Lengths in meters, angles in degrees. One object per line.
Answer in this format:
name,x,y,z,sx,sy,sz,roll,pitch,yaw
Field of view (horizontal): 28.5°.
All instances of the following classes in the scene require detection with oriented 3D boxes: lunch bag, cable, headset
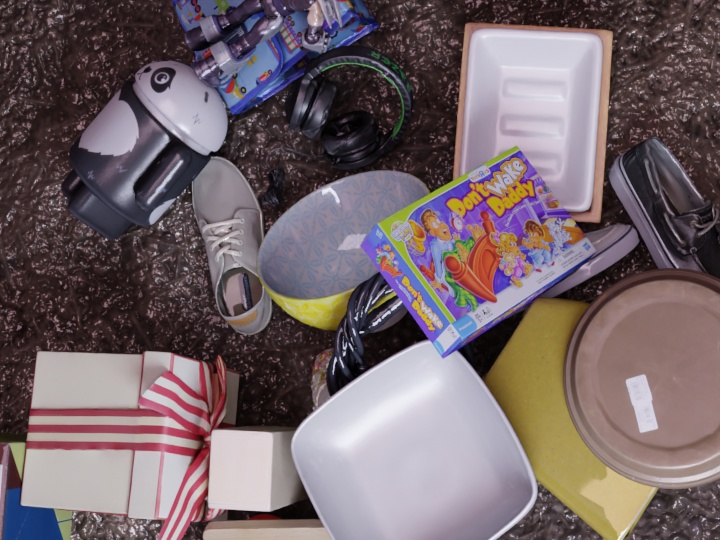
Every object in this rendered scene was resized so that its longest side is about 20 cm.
lunch bag,-0.107,-0.279,1.555,0.199,0.094,0.152,-34,82,17
cable,0.042,0.086,1.400,0.051,0.161,0.202,45,127,47
headset,-0.033,-0.148,1.504,0.123,0.094,0.199,39,124,-20

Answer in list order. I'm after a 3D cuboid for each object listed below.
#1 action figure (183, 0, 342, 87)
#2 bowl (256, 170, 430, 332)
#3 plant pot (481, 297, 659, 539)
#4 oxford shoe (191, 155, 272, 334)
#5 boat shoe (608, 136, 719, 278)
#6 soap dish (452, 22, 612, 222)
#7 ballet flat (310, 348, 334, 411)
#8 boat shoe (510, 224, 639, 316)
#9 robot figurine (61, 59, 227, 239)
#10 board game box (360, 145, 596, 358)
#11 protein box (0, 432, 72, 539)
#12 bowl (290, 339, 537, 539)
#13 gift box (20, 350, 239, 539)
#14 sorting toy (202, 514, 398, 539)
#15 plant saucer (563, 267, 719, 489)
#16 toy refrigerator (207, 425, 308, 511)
action figure,-0.092,-0.272,1.472,0.199,0.069,0.131,-29,75,24
bowl,0.000,0.000,1.479,0.198,0.201,0.108,-21,125,7
plant pot,0.229,0.130,1.406,0.199,0.194,0.197,34,91,15
oxford shoe,-0.140,-0.030,1.542,0.074,0.058,0.203,-15,80,11
boat shoe,0.331,-0.046,1.449,0.072,0.071,0.201,-28,77,-39
soap dish,0.180,-0.153,1.489,0.155,0.081,0.203,4,85,9
ballet flat,-0.010,0.179,1.498,0.075,0.064,0.203,-16,82,9
boat shoe,0.186,-0.018,1.478,0.200,0.075,0.087,-26,96,13
robot figurine,-0.234,-0.132,1.525,0.200,0.125,0.150,-46,76,10
board game box,0.116,-0.021,1.365,0.199,0.045,0.135,-30,78,-35
protein box,-0.428,0.239,1.490,0.197,0.199,0.137,3,85,9
bowl,0.055,0.189,1.345,0.199,0.075,0.201,-34,69,6
gift box,-0.229,0.178,1.450,0.184,0.200,0.187,0,85,19
sorting toy,-0.047,0.335,1.456,0.197,0.070,0.201,-2,110,9
plant saucer,0.280,0.095,1.287,0.197,0.029,0.203,-3,79,17
toy refrigerator,-0.101,0.198,1.441,0.069,0.200,0.077,2,86,9
